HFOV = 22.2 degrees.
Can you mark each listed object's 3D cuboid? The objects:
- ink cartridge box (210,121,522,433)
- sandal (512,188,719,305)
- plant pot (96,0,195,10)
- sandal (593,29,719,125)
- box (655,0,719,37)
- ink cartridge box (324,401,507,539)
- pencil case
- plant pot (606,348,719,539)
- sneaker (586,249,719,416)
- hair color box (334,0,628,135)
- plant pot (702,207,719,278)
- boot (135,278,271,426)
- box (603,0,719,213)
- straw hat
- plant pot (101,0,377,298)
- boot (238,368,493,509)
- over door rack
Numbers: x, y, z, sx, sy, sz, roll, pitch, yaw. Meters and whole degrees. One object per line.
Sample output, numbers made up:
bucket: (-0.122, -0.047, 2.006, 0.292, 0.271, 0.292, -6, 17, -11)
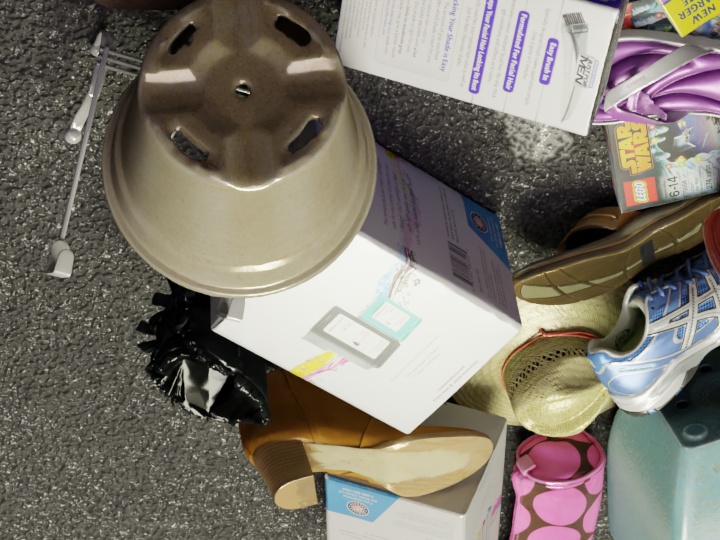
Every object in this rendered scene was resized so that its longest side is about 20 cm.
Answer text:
ink cartridge box: (0.000, 0.000, 1.465, 0.200, 0.147, 0.146, 30, 121, -26)
sandal: (0.213, -0.028, 1.526, 0.200, 0.054, 0.080, -26, 153, -5)
plant pot: (-0.101, -0.253, 1.244, 0.200, 0.187, 0.187, -18, 130, 25)
sandal: (0.232, -0.139, 1.388, 0.203, 0.050, 0.082, -3, 129, 0)
box: (0.238, -0.298, 1.274, 0.176, 0.097, 0.200, -32, 126, 13)
ink cartridge box: (0.049, 0.226, 1.642, 0.128, 0.125, 0.200, 14, 133, 15)
pencil case: (0.173, 0.239, 1.714, 0.094, 0.091, 0.200, -4, 127, -9)
plant pot: (0.325, 0.180, 1.610, 0.196, 0.196, 0.200, -18, 123, -4)
sneaker: (0.272, 0.029, 1.535, 0.077, 0.076, 0.200, 42, 88, -27)
hair color box: (0.088, -0.183, 1.338, 0.200, 0.065, 0.109, 18, 129, 10)
plant pot: (0.403, -0.040, 1.405, 0.201, 0.201, 0.195, 25, 123, -24)
boot: (-0.091, 0.061, 1.493, 0.198, 0.163, 0.073, 33, 120, -28)
box: (0.256, -0.145, 1.444, 0.137, 0.040, 0.200, -12, 129, 5)
straw hat: (0.174, 0.097, 1.601, 0.201, 0.085, 0.201, -3, 129, -4)
plant pot: (-0.081, -0.098, 1.251, 0.200, 0.201, 0.183, -2, 167, -5)
boot: (-0.002, 0.125, 1.552, 0.201, 0.144, 0.071, -9, 130, -13)
over door rack: (-0.151, -0.067, 1.381, 0.148, 0.200, 0.067, 14, 161, -18)
